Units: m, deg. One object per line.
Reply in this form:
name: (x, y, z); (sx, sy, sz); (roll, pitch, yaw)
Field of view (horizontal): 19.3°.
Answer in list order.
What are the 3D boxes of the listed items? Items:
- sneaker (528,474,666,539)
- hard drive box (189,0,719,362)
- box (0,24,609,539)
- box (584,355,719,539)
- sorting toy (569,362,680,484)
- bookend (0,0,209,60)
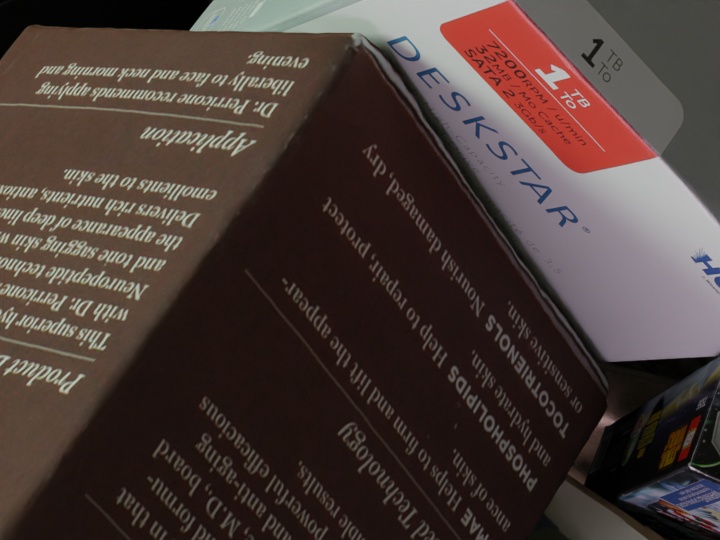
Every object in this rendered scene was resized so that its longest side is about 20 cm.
sneaker: (0.038, 0.107, 0.728); (0.200, 0.090, 0.067); (31, 165, 51)
hard drive box: (0.051, -0.050, 0.639); (0.156, 0.077, 0.200); (44, 158, -17)
box: (-0.063, 0.053, 0.636); (0.165, 0.201, 0.165); (9, 146, 46)
box: (0.151, 0.082, 0.678); (0.136, 0.040, 0.200); (22, 169, 1)
sorting toy: (0.108, 0.094, 0.863); (0.183, 0.037, 0.201); (14, 148, 15)
bookend: (-0.132, -0.007, 0.756); (0.092, 0.199, 0.200); (-1, 115, 48)
